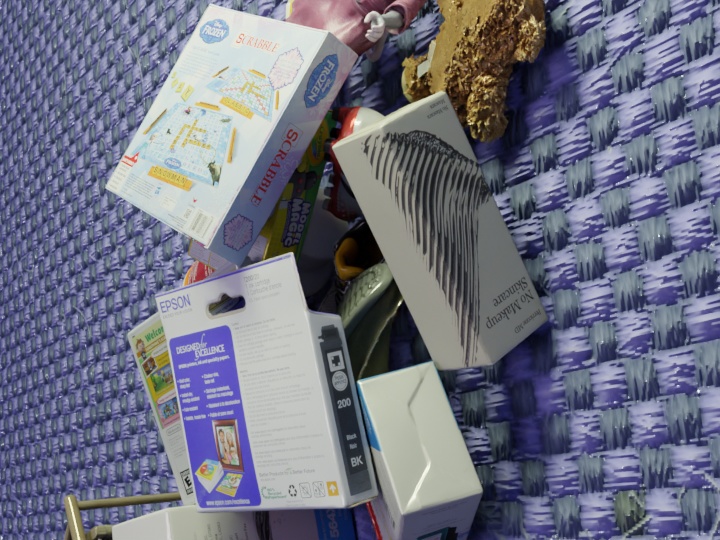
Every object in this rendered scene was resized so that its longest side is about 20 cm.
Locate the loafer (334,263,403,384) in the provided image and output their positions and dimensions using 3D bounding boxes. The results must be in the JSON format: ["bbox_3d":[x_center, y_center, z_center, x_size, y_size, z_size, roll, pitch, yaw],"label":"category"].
[{"bbox_3d":[-0.003,0.082,0.922,0.075,0.069,0.200,-78,14,-59],"label":"loafer"}]

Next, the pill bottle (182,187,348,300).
[{"bbox_3d":[-0.097,-0.006,1.089,0.200,0.113,0.113,-39,58,47],"label":"pill bottle"}]

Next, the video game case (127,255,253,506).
[{"bbox_3d":[-0.133,0.107,0.970,0.200,0.022,0.183,-31,76,43],"label":"video game case"}]

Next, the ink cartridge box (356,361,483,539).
[{"bbox_3d":[0.042,0.175,0.877,0.200,0.067,0.117,92,161,-60],"label":"ink cartridge box"}]

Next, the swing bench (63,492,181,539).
[{"bbox_3d":[-0.223,0.356,1.177,0.200,0.198,0.130,47,125,45],"label":"swing bench"}]

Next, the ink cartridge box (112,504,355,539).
[{"bbox_3d":[-0.126,0.273,1.039,0.146,0.199,0.085,-30,65,50],"label":"ink cartridge box"}]

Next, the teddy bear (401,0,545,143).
[{"bbox_3d":[0.093,-0.175,0.875,0.200,0.066,0.145,117,148,-41],"label":"teddy bear"}]

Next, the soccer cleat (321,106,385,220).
[{"bbox_3d":[0.012,-0.087,0.944,0.200,0.085,0.069,92,-167,-73],"label":"soccer cleat"}]

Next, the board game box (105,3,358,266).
[{"bbox_3d":[-0.118,-0.125,0.912,0.200,0.041,0.200,28,88,48],"label":"board game box"}]

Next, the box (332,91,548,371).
[{"bbox_3d":[0.063,-0.028,0.815,0.068,0.082,0.201,-15,106,53],"label":"box"}]

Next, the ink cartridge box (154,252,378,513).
[{"bbox_3d":[-0.084,0.098,0.874,0.198,0.043,0.201,-14,87,45],"label":"ink cartridge box"}]

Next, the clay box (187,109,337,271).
[{"bbox_3d":[-0.088,-0.090,0.970,0.115,0.047,0.201,26,102,43],"label":"clay box"}]

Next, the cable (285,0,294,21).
[{"bbox_3d":[-0.063,-0.188,1.058,0.097,0.050,0.201,22,-101,-87],"label":"cable"}]

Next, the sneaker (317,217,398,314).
[{"bbox_3d":[0.000,0.000,0.973,0.200,0.082,0.078,-56,46,38],"label":"sneaker"}]

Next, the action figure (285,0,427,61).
[{"bbox_3d":[0.018,-0.236,0.926,0.200,0.148,0.135,-28,70,43],"label":"action figure"}]
